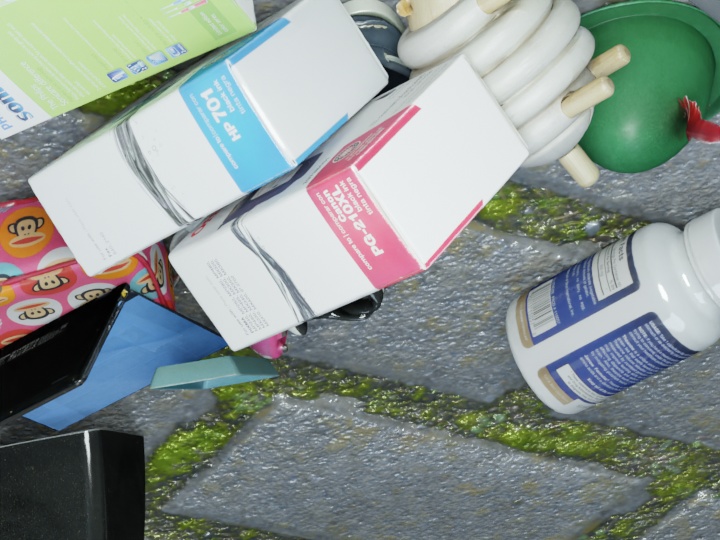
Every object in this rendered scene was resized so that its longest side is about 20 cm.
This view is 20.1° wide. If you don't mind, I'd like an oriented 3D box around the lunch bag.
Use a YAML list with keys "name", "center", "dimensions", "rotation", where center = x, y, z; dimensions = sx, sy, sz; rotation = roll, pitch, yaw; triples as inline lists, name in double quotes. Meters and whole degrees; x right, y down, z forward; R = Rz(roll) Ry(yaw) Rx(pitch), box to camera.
- name: "lunch bag"
  center: [-0.242, 0.021, 1.572]
  dimensions: [0.199, 0.082, 0.176]
  rotation: [-11, 146, 3]

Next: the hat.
- name: "hat"
  center: [0.204, -0.079, 1.439]
  dimensions: [0.165, 0.177, 0.200]
  rotation: [-24, 142, 19]

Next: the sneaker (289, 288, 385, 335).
- name: "sneaker"
  center: [0.000, 0.000, 1.537]
  dimensions: [0.199, 0.088, 0.076]
  rotation: [-21, 140, -34]

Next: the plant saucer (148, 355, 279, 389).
- name: "plant saucer"
  center: [-0.112, 0.080, 1.586]
  dimensions: [0.070, 0.019, 0.200]
  rotation: [-10, 177, 6]

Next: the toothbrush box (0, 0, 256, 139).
- name: "toothbrush box"
  center: [-0.187, -0.185, 1.285]
  dimensions: [0.199, 0.086, 0.146]
  rotation: [-22, 143, 17]

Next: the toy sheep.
- name: "toy sheep"
  center: [0.101, -0.136, 1.366]
  dimensions: [0.138, 0.138, 0.200]
  rotation: [-31, 102, 29]

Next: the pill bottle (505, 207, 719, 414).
- name: "pill bottle"
  center: [0.227, 0.030, 1.659]
  dimensions: [0.200, 0.111, 0.111]
  rotation: [-30, 140, 28]

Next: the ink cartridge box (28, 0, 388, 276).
- name: "ink cartridge box"
  center: [-0.101, -0.092, 1.352]
  dimensions: [0.200, 0.146, 0.086]
  rotation: [-25, 103, 36]

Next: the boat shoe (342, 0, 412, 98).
- name: "boat shoe"
  center: [0.039, -0.116, 1.453]
  dimensions: [0.075, 0.062, 0.200]
  rotation: [-18, 144, 16]

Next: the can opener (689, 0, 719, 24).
- name: "can opener"
  center: [0.205, -0.226, 1.340]
  dimensions: [0.066, 0.053, 0.200]
  rotation: [-30, 140, 27]

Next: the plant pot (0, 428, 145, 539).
- name: "plant pot"
  center: [-0.285, 0.243, 1.737]
  dimensions: [0.198, 0.178, 0.200]
  rotation: [-11, 174, 4]

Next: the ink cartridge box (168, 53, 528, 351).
- name: "ink cartridge box"
  center: [-0.010, -0.042, 1.325]
  dimensions: [0.200, 0.145, 0.084]
  rotation: [-24, 107, 46]

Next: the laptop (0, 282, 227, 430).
- name: "laptop"
  center: [-0.222, 0.103, 1.537]
  dimensions: [0.187, 0.200, 0.116]
  rotation: [-27, 113, 24]

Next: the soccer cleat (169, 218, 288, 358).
- name: "soccer cleat"
  center: [-0.101, -0.003, 1.593]
  dimensions: [0.086, 0.070, 0.200]
  rotation: [3, 143, 9]
